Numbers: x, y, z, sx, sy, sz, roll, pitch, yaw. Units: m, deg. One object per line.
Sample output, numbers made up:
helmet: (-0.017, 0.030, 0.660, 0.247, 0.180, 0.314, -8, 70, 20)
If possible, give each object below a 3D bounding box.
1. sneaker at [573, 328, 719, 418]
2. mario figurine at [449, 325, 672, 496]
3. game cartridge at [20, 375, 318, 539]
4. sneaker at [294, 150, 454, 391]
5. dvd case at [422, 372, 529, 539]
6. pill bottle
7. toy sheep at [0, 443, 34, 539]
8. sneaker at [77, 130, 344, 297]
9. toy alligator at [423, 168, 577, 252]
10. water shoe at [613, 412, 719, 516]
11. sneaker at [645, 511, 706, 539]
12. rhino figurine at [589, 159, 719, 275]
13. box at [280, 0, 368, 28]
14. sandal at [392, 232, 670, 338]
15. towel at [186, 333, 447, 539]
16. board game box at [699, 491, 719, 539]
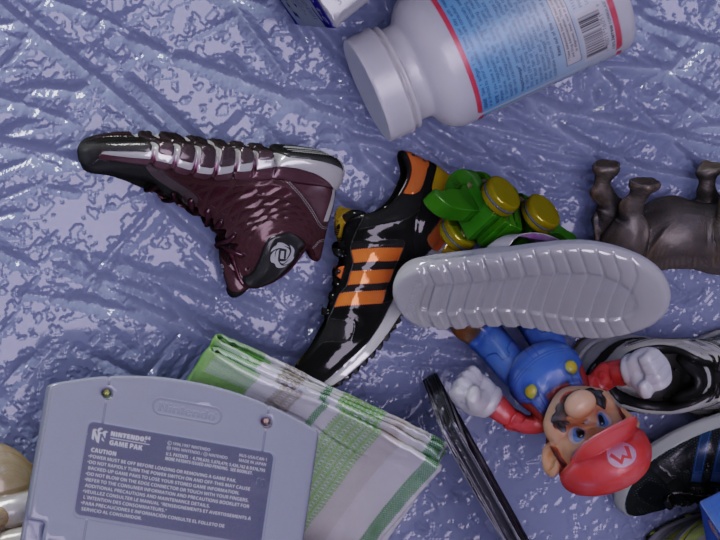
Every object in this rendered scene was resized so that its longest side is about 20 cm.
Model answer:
sneaker: (0.265, 0.086, 1.717, 0.199, 0.088, 0.076, -3, 96, -11)
mario figurine: (0.146, 0.079, 1.634, 0.106, 0.200, 0.124, 10, 124, -44)
game cartridge: (-0.134, 0.145, 1.582, 0.199, 0.041, 0.134, 11, 81, -12)
sneaker: (0.000, 0.000, 1.669, 0.090, 0.070, 0.200, 42, 83, -10)
dvd case: (0.104, 0.181, 1.668, 0.016, 0.149, 0.200, -28, 102, 3)
pill bottle: (0.094, -0.174, 1.640, 0.199, 0.109, 0.109, -25, 101, -6)
toy sheep: (-0.253, 0.224, 1.617, 0.137, 0.138, 0.201, -8, 93, -9)
sneaker: (-0.113, -0.039, 1.638, 0.199, 0.076, 0.116, 5, 100, -12)
toy alligator: (0.122, -0.034, 1.650, 0.200, 0.054, 0.059, 22, 130, -33)
water shoe: (0.290, 0.153, 1.707, 0.200, 0.079, 0.071, -28, 145, 13)
sneaker: (0.322, 0.207, 1.749, 0.200, 0.076, 0.076, -28, 100, -7)
rhino figurine: (0.271, -0.036, 1.714, 0.199, 0.060, 0.088, 1, 117, -11)
box: (0.009, -0.268, 1.564, 0.184, 0.200, 0.105, -38, 101, -4)
sandal: (0.125, 0.003, 1.618, 0.202, 0.050, 0.083, 2, 127, 6)
towel: (-0.053, 0.143, 1.660, 0.199, 0.031, 0.149, 25, 123, -12)
board game box: (0.342, 0.213, 1.681, 0.152, 0.045, 0.200, -25, 137, -7)
